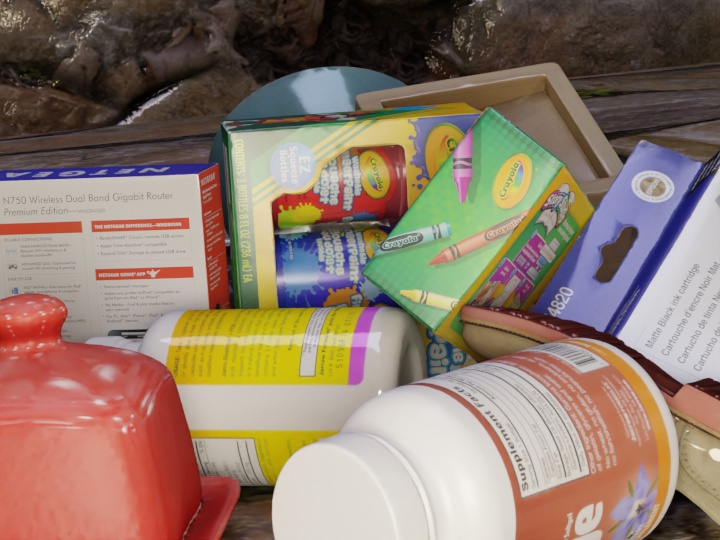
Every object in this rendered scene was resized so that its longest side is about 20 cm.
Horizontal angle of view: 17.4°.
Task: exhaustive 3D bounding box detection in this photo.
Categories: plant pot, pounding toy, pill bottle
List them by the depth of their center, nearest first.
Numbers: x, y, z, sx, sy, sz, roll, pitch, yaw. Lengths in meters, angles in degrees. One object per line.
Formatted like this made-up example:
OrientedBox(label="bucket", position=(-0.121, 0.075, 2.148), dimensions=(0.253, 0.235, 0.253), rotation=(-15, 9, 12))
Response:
OrientedBox(label="pill bottle", position=(0.056, 0.105, 1.150), dimensions=(0.112, 0.113, 0.199), rotation=(6, 14, 44))
OrientedBox(label="pill bottle", position=(-0.065, 0.075, 1.388), dimensions=(0.198, 0.105, 0.104), rotation=(-1, 10, 14))
OrientedBox(label="pounding toy", position=(0.115, -0.032, 1.666), dimensions=(0.198, 0.143, 0.185), rotation=(-10, 41, -14))
OrientedBox(label="plant pot", position=(-0.019, -0.046, 1.917), dimensions=(0.198, 0.201, 0.135), rotation=(-5, 43, -7))

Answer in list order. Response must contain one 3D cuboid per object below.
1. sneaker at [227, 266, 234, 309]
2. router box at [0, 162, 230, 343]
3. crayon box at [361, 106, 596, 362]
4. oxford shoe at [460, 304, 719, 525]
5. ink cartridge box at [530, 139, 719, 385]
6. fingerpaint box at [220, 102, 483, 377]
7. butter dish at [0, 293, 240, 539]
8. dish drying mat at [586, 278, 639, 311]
OrientedBox(label="sneaker", position=(-0.084, 0.013, 1.632), dimensions=(0.198, 0.115, 0.075), rotation=(-13, -30, 23))
OrientedBox(label="router box", position=(-0.181, 0.027, 1.485), dimensions=(0.198, 0.181, 0.049), rotation=(-1, 11, 13))
OrientedBox(label="crayon box", position=(0.077, -0.014, 1.384), dimensions=(0.058, 0.119, 0.200), rotation=(38, 1, 15))
OrientedBox(label="oxford shoe", position=(0.130, 0.076, 1.254), dimensions=(0.199, 0.075, 0.070), rotation=(26, 11, 29))
OrientedBox(label="ink cartridge box", position=(0.216, 0.011, 1.355), dimensions=(0.199, 0.041, 0.200), rotation=(25, 51, 13))
OrientedBox(label="fingerpaint box", position=(0.000, 0.000, 1.515), dimensions=(0.165, 0.202, 0.073), rotation=(-4, 9, -7))
OrientedBox(label="butter dish", position=(-0.170, 0.086, 1.233), dimensions=(0.197, 0.149, 0.200), rotation=(-2, 9, 5))
OrientedBox(label="dish drying mat", position=(0.143, 0.043, 1.469), dimensions=(0.076, 0.018, 0.200), rotation=(-17, -13, -19))
